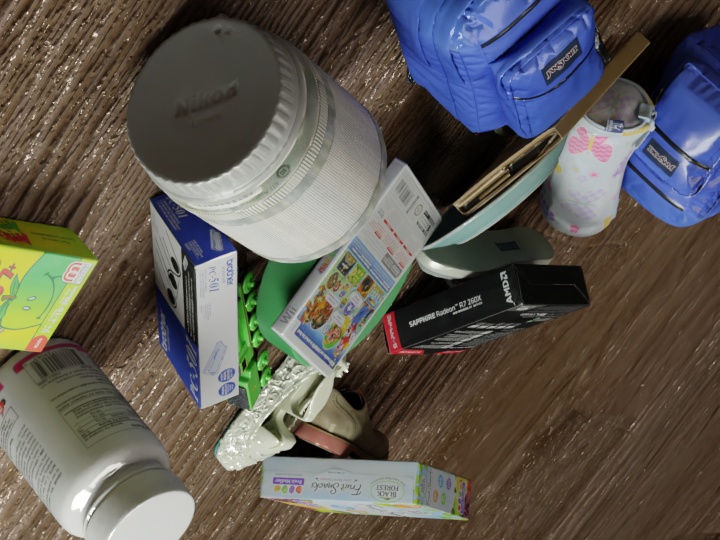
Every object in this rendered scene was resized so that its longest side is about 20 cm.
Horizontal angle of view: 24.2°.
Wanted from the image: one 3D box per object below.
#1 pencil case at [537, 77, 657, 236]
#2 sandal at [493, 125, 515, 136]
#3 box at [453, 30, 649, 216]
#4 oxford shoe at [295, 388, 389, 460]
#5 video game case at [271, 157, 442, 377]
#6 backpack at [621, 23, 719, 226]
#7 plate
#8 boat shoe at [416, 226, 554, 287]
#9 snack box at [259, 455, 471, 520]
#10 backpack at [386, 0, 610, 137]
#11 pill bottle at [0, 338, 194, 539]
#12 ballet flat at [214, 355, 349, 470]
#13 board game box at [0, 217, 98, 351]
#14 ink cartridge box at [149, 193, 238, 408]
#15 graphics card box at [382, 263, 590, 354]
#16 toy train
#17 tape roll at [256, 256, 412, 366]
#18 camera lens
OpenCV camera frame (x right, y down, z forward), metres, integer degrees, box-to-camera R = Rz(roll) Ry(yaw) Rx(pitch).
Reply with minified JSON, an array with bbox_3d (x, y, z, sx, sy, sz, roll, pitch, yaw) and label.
[{"bbox_3d":[0.256,-0.123,1.832,0.091,0.083,0.200,5,144,-7],"label":"pencil case"},{"bbox_3d":[0.183,-0.208,1.690,0.080,0.057,0.201,-22,145,-26],"label":"sandal"},{"bbox_3d":[0.189,-0.145,1.652,0.200,0.021,0.163,-45,-177,-42],"label":"box"},{"bbox_3d":[-0.004,0.177,1.917,0.075,0.070,0.200,-67,158,-3],"label":"oxford shoe"},{"bbox_3d":[0.000,0.000,1.627,0.200,0.018,0.143,-54,155,-7],"label":"video game case"},{"bbox_3d":[0.370,-0.153,1.878,0.168,0.163,0.200,-21,152,-48],"label":"backpack"},{"bbox_3d":[0.143,-0.079,1.719,0.200,0.026,0.200,-39,-174,5],"label":"plate"},{"bbox_3d":[0.130,-0.004,1.856,0.201,0.070,0.072,-2,139,-42],"label":"boat shoe"},{"bbox_3d":[0.006,0.246,1.897,0.142,0.200,0.053,26,66,-59],"label":"snack box"},{"bbox_3d":[0.126,-0.230,1.481,0.163,0.168,0.200,-47,150,-9],"label":"backpack"},{"bbox_3d":[-0.241,0.164,1.487,0.113,0.200,0.113,-30,146,-23],"label":"pill bottle"},{"bbox_3d":[-0.083,0.150,1.793,0.200,0.072,0.072,-53,148,15],"label":"ballet flat"},{"bbox_3d":[-0.318,0.007,1.358,0.200,0.048,0.102,10,119,-54],"label":"board game box"},{"bbox_3d":[-0.150,0.027,1.533,0.044,0.094,0.200,-22,143,-21],"label":"ink cartridge box"},{"bbox_3d":[0.136,0.044,1.839,0.125,0.051,0.200,2,163,-45],"label":"graphics card box"},{"bbox_3d":[-0.122,0.068,1.657,0.200,0.042,0.056,84,28,-53],"label":"toy train"},{"bbox_3d":[-0.020,-0.001,1.668,0.200,0.048,0.201,-41,151,-30],"label":"tape roll"},{"bbox_3d":[-0.081,-0.104,1.398,0.160,0.160,0.200,-48,149,5],"label":"camera lens"}]
